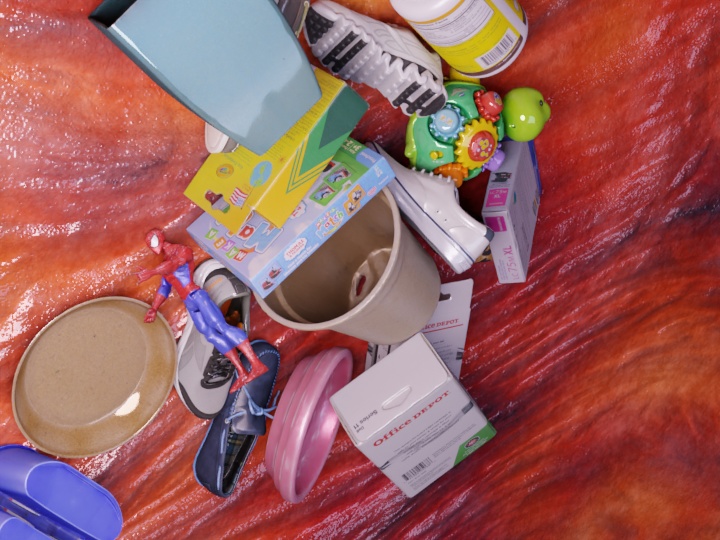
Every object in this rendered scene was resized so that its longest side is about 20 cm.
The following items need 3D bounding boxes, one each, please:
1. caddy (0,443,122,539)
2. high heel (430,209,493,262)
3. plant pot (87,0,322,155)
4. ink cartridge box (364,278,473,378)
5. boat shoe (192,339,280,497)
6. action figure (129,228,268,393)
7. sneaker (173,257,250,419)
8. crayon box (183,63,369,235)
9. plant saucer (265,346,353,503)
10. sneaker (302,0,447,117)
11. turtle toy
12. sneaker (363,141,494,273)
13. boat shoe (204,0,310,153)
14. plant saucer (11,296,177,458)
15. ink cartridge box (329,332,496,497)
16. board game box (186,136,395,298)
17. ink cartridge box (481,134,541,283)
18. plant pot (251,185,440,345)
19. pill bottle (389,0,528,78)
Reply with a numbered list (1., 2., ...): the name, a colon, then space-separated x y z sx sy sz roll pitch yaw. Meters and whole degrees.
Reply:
1. caddy: -0.365 0.282 1.490 0.200 0.105 0.142 47 60 -43
2. high heel: 0.145 -0.031 1.684 0.200 0.142 0.072 29 95 -43
3. plant pot: -0.141 -0.220 1.315 0.141 0.141 0.200 -45 113 -4
4. ink cartridge box: 0.074 0.095 1.748 0.116 0.068 0.201 -10 120 -33
5. boat shoe: -0.137 0.186 1.634 0.084 0.069 0.201 5 110 -39
6. action figure: -0.195 0.050 1.461 0.099 0.065 0.201 -29 87 -39
7. sneaker: -0.170 0.089 1.551 0.074 0.079 0.201 -9 120 -36
8. crayon box: -0.094 -0.133 1.456 0.200 0.127 0.051 -53 133 0
9. plant saucer: -0.067 0.186 1.648 0.200 0.051 0.202 18 90 -78
10. sneaker: 0.017 -0.254 1.522 0.200 0.075 0.081 30 51 -30
11. turtle toy: 0.139 -0.175 1.629 0.199 0.101 0.146 -25 127 -25
12. sneaker: 0.079 -0.087 1.577 0.071 0.200 0.073 -41 164 -3
13. boat shoe: -0.111 -0.216 1.434 0.060 0.072 0.203 14 100 -36
14. plant saucer: -0.301 0.114 1.491 0.199 0.035 0.201 -18 123 -30
15. ink cartridge box: 0.068 0.183 1.666 0.146 0.083 0.200 -36 146 1
16. board game box: -0.080 -0.075 1.481 0.200 0.151 0.037 -44 132 -10
17. ink cartridge box: 0.197 -0.093 1.710 0.200 0.042 0.120 -70 150 -45
18. plant pot: 0.000 0.000 1.574 0.201 0.200 0.183 -55 144 1
19. pill bottle: 0.103 -0.308 1.509 0.109 0.109 0.200 -55 141 0
